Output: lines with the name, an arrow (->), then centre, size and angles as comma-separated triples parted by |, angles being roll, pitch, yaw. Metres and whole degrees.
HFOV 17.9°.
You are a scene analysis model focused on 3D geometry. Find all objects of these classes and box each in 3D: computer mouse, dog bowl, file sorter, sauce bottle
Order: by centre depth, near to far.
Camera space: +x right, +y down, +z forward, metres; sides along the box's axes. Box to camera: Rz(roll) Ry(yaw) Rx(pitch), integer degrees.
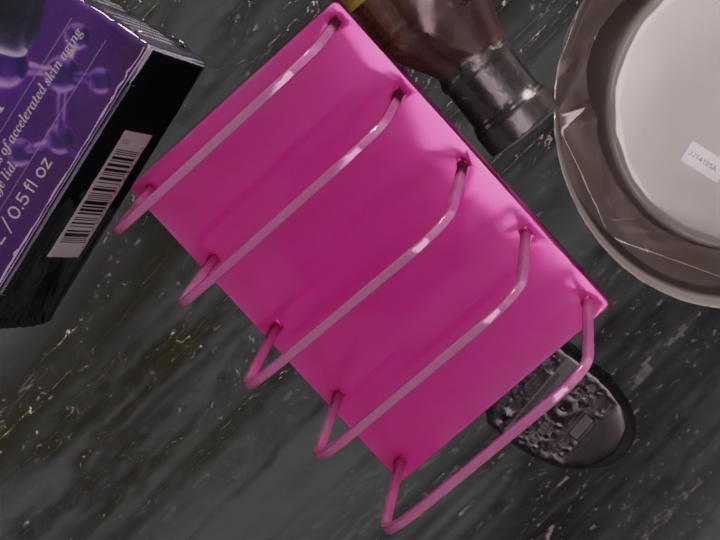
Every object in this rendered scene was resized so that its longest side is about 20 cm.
file sorter -> 0.000, 0.000, 1.068 | 0.139, 0.125, 0.200 | -41, 97, 13
sauce bottle -> 0.018, -0.144, 1.082 | 0.066, 0.066, 0.200 | -39, 95, 1
dog bowl -> 0.186, -0.084, 1.130 | 0.200, 0.059, 0.200 | -1, 100, -6
computer mouse -> 0.057, 0.029, 1.152 | 0.200, 0.034, 0.059 | 41, 104, -6

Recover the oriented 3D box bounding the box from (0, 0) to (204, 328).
box -> -0.196, -0.088, 1.030 | 0.200, 0.104, 0.148 | 32, 96, 8
